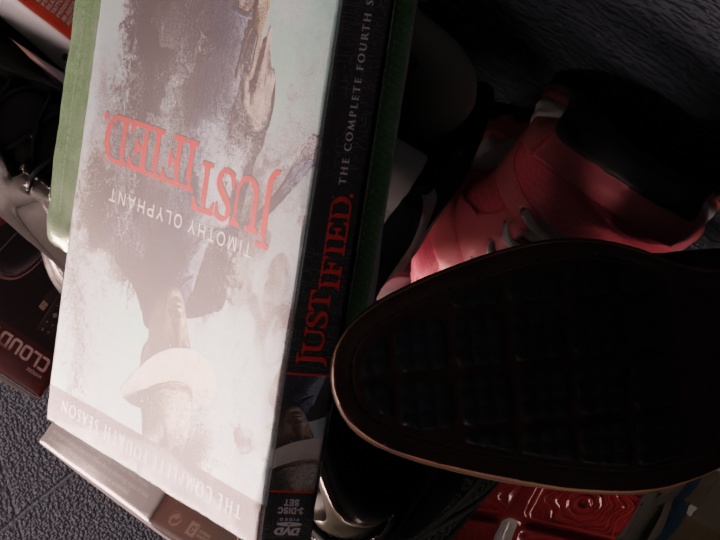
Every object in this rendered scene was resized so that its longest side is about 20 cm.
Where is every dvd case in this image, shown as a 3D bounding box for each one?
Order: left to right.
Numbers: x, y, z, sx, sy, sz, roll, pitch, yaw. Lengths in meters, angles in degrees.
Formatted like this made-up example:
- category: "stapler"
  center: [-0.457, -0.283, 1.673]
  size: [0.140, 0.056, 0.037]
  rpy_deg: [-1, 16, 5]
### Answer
- category: "dvd case"
  center: [-0.043, -0.034, 0.745]
  size: [0.022, 0.201, 0.146]
  rpy_deg: [2, -168, -33]

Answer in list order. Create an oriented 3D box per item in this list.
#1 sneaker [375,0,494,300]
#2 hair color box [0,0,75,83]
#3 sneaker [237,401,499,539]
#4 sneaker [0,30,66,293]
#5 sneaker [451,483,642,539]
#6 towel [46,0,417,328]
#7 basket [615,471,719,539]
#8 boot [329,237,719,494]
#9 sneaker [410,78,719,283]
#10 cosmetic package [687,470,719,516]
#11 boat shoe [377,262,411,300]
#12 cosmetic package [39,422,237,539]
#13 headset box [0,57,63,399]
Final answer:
- category: "sneaker"
  center: [0.000, -0.058, 0.869]
  size: [0.079, 0.130, 0.199]
  rpy_deg: [32, -149, -10]
- category: "hair color box"
  center: [-0.104, -0.108, 1.000]
  size: [0.200, 0.064, 0.111]
  rpy_deg: [39, 171, -35]
- category: "sneaker"
  center: [-0.010, 0.077, 0.804]
  size: [0.114, 0.200, 0.076]
  rpy_deg: [-11, -122, -52]
- category: "sneaker"
  center: [-0.126, -0.049, 0.967]
  size: [0.200, 0.076, 0.091]
  rpy_deg: [36, 163, -9]
- category: "sneaker"
  center: [0.050, 0.077, 0.951]
  size: [0.078, 0.201, 0.116]
  rpy_deg: [14, -147, -14]
- category: "towel"
  center: [-0.045, -0.058, 0.794]
  size: [0.023, 0.153, 0.200]
  rpy_deg: [3, -171, -31]
- category: "basket"
  center: [0.152, 0.112, 0.948]
  size: [0.139, 0.177, 0.200]
  rpy_deg: [33, -176, 8]
- category: "boot"
  center: [0.078, 0.028, 0.741]
  size: [0.199, 0.075, 0.097]
  rpy_deg: [-5, 175, -16]
- category: "sneaker"
  center: [0.064, -0.007, 0.863]
  size: [0.074, 0.087, 0.200]
  rpy_deg: [32, 173, -8]
- category: "cosmetic package"
  center: [0.102, 0.121, 1.118]
  size: [0.082, 0.200, 0.051]
  rpy_deg: [25, 170, 44]
- category: "boat shoe"
  center: [0.000, 0.000, 0.997]
  size: [0.200, 0.065, 0.074]
  rpy_deg: [11, -140, -50]
- category: "cosmetic package"
  center: [-0.046, 0.032, 1.160]
  size: [0.090, 0.200, 0.107]
  rpy_deg: [41, 173, -40]
- category: "headset box"
  center: [-0.166, -0.052, 1.090]
  size: [0.148, 0.201, 0.075]
  rpy_deg: [36, 172, -38]
